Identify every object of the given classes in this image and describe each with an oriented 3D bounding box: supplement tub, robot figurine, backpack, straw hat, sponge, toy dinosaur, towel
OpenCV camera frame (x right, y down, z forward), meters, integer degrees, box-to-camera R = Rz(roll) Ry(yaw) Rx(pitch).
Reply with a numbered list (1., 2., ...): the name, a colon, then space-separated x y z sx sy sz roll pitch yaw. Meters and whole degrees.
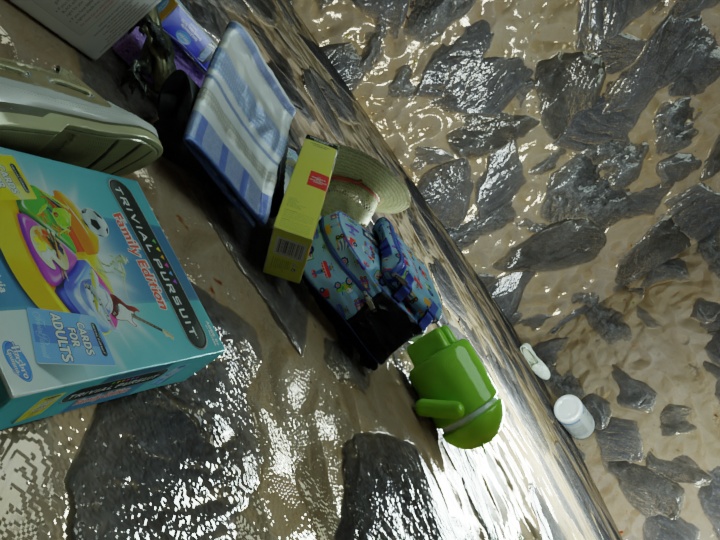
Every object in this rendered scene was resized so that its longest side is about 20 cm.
1. supplement tub: 0.952 0.652 2.847 0.200 0.131 0.133 47 16 -41
2. robot figurine: 0.154 0.192 1.023 0.202 0.115 0.175 60 20 10
3. backpack: 0.000 0.000 0.875 0.201 0.134 0.183 48 14 -22
4. straw hat: -0.020 -0.114 1.053 0.201 0.198 0.086 43 63 -46
5. sponge: -0.231 -0.245 0.818 0.200 0.030 0.113 45 19 -46
6. toy dinosaur: -0.226 -0.243 0.698 0.089 0.046 0.204 -70 161 -63
7. towel: -0.129 -0.168 0.726 0.148 0.023 0.203 55 34 -45

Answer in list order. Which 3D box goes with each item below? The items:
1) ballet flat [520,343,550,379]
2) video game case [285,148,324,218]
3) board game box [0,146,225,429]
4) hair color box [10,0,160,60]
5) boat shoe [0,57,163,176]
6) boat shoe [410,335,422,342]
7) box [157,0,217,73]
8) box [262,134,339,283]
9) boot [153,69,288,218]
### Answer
1. ballet flat: 0.825 0.437 3.051 0.202 0.069 0.069 59 13 24
2. video game case: -0.107 -0.133 1.027 0.185 0.022 0.200 60 13 10
3. board game box: -0.179 0.004 0.392 0.153 0.046 0.200 60 13 9
4. hair color box: -0.281 -0.293 0.568 0.065 0.110 0.200 61 13 24
5. boat shoe: -0.217 -0.113 0.464 0.069 0.074 0.200 63 14 4
6. boat shoe: 0.038 0.049 1.071 0.201 0.070 0.071 44 -2 -40
7. box: -0.256 -0.348 0.849 0.201 0.041 0.119 49 4 22
8. box: -0.071 -0.082 0.793 0.049 0.076 0.202 17 40 -5
9. boot: -0.163 -0.171 0.760 0.199 0.065 0.168 31 45 -57
